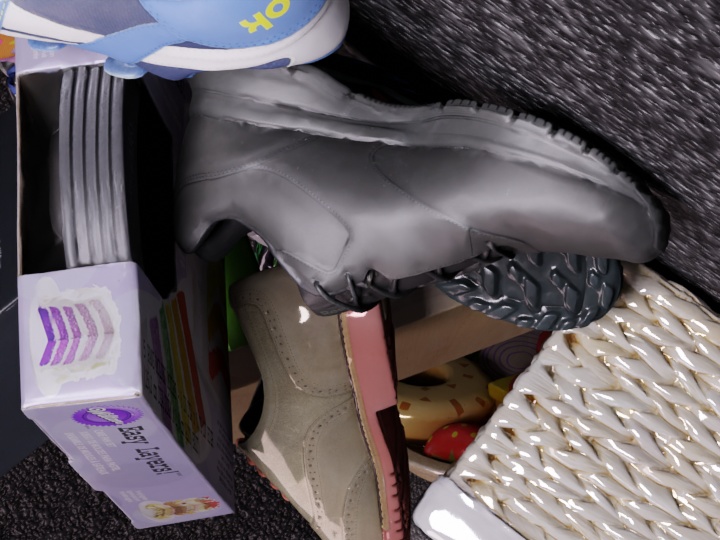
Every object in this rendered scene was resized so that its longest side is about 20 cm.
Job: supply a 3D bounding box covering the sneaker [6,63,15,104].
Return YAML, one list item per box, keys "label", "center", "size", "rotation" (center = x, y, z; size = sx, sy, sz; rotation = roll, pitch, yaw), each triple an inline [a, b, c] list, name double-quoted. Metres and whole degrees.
- label: "sneaker"
  center: [-0.177, -0.144, 1.170]
  size: [0.199, 0.115, 0.081]
  rotation: [37, -173, -10]

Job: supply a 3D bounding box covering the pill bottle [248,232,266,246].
- label: "pill bottle"
  center: [-0.078, -0.084, 1.084]
  size: [0.111, 0.112, 0.200]
  rotation: [34, 178, 34]

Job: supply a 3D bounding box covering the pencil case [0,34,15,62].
- label: "pencil case"
  center: [-0.230, -0.132, 0.948]
  size: [0.199, 0.088, 0.087]
  rotation: [-9, -147, -44]

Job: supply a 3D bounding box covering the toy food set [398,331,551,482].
- label: "toy food set"
  center: [0.101, 0.078, 1.286]
  size: [0.200, 0.197, 0.049]
  rotation: [25, 126, 54]

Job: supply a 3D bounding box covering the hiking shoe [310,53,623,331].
- label: "hiking shoe"
  center: [0.035, -0.047, 0.922]
  size: [0.199, 0.075, 0.087]
  rotation: [33, -156, 12]

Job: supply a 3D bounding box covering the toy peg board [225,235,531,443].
- label: "toy peg board"
  center: [0.000, 0.000, 1.045]
  size: [0.200, 0.198, 0.098]
  rotation: [102, 147, -79]

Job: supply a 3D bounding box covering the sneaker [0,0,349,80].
- label: "sneaker"
  center: [-0.088, -0.104, 0.726]
  size: [0.199, 0.074, 0.082]
  rotation: [13, 164, 41]

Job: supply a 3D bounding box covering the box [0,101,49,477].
- label: "box"
  center: [-0.175, -0.002, 1.085]
  size: [0.079, 0.141, 0.200]
  rotation: [43, -166, -29]

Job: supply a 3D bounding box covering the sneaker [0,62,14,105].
- label: "sneaker"
  center: [-0.155, -0.129, 1.270]
  size: [0.200, 0.116, 0.075]
  rotation: [36, 178, 1]

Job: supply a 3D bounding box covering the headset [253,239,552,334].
- label: "headset"
  center: [0.034, 0.006, 1.279]
  size: [0.199, 0.124, 0.094]
  rotation: [6, -141, -21]

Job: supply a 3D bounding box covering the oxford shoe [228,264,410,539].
- label: "oxford shoe"
  center: [-0.017, 0.079, 0.929]
  size: [0.071, 0.074, 0.201]
  rotation: [-91, -4, -62]

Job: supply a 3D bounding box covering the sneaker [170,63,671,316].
- label: "sneaker"
  center: [0.018, -0.022, 0.782]
  size: [0.199, 0.091, 0.076]
  rotation: [13, 174, 24]

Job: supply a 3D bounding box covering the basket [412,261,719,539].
- label: "basket"
  center: [0.146, 0.109, 0.998]
  size: [0.199, 0.161, 0.198]
  rotation: [33, 178, 7]

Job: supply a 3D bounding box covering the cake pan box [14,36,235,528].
- label: "cake pan box"
  center: [-0.093, -0.009, 0.837]
  size: [0.052, 0.185, 0.200]
  rotation: [-8, 159, 5]
